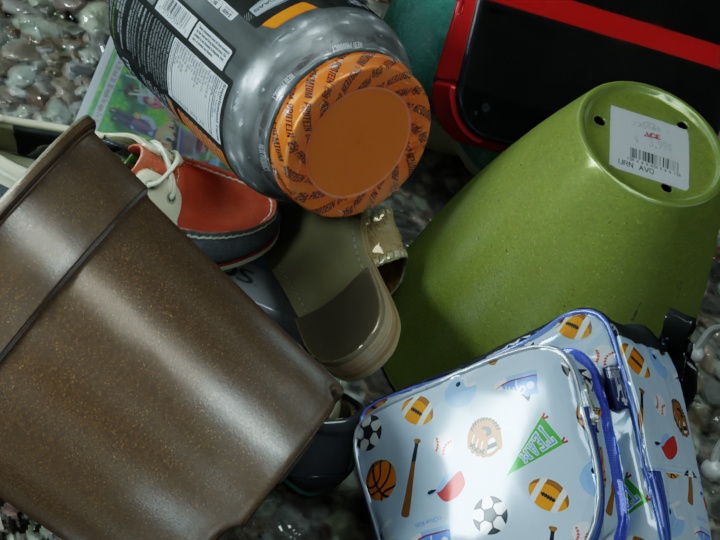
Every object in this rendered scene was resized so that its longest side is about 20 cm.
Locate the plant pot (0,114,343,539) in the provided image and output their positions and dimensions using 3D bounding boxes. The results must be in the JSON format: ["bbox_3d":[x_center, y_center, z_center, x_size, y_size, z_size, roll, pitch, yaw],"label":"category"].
[{"bbox_3d":[-0.130,0.059,1.468,0.198,0.200,0.200,40,45,-2],"label":"plant pot"}]

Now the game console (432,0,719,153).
[{"bbox_3d":[0.148,-0.147,1.738,0.200,0.031,0.177,14,91,-27],"label":"game console"}]

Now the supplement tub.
[{"bbox_3d":[-0.051,-0.119,1.625,0.122,0.123,0.200,-10,35,-32],"label":"supplement tub"}]

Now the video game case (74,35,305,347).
[{"bbox_3d":[-0.086,-0.061,1.699,0.182,0.022,0.200,23,45,-7],"label":"video game case"}]

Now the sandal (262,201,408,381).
[{"bbox_3d":[-0.005,0.003,1.632,0.070,0.078,0.212,46,17,-35],"label":"sandal"}]

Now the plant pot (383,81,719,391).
[{"bbox_3d":[0.130,-0.009,1.635,0.187,0.200,0.187,14,47,-16],"label":"plant pot"}]

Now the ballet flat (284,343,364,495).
[{"bbox_3d":[-0.078,0.044,1.579,0.200,0.073,0.073,37,45,7],"label":"ballet flat"}]

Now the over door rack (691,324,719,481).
[{"bbox_3d":[0.270,0.127,1.658,0.148,0.067,0.200,-1,62,-54],"label":"over door rack"}]

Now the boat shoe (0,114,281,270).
[{"bbox_3d":[-0.138,-0.048,1.601,0.199,0.063,0.071,9,47,-13],"label":"boat shoe"}]

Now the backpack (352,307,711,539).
[{"bbox_3d":[0.097,0.132,1.503,0.154,0.200,0.191,4,64,-59],"label":"backpack"}]

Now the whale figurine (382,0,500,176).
[{"bbox_3d":[0.107,-0.121,1.790,0.200,0.104,0.159,31,44,-2],"label":"whale figurine"}]
